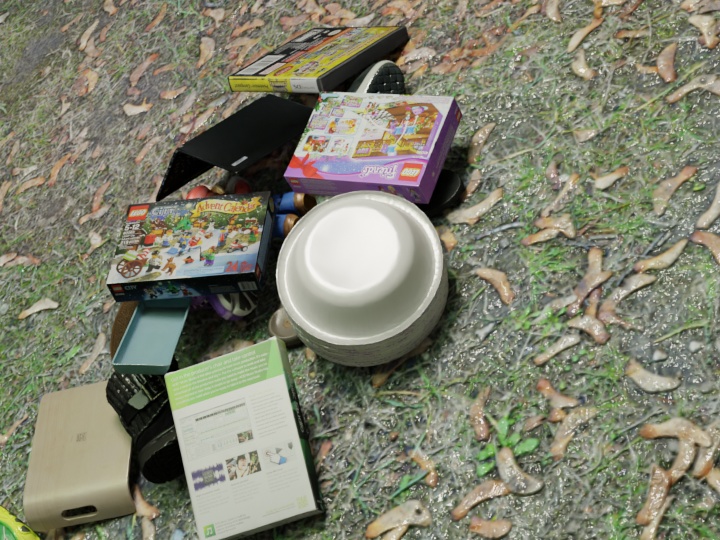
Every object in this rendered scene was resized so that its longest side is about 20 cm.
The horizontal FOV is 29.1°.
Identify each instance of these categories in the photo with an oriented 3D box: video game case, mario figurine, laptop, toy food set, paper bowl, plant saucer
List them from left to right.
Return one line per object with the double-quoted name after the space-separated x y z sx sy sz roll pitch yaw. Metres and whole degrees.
-0.339 0.226 1.751 0.141 0.061 0.202 -12 49 13 "toy food set"
-0.250 0.078 1.686 0.069 0.019 0.200 1 21 1 "plant saucer"
-0.163 -0.152 1.871 0.177 0.200 0.103 -36 78 -35 "laptop"
-0.152 -0.064 1.860 0.197 0.108 0.123 5 20 27 "mario figurine"
-0.059 -0.297 1.949 0.179 0.026 0.199 7 32 40 "video game case"
0.000 0.000 1.602 0.197 0.105 0.203 -4 61 7 "paper bowl"

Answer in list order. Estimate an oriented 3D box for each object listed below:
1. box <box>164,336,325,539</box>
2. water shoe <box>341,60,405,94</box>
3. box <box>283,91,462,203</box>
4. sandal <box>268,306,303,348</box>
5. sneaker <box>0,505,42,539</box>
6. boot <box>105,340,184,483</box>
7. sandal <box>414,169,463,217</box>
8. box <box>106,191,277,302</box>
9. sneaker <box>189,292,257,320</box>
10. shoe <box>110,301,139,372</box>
-0.131 0.192 1.555 0.142 0.036 0.203 -18 74 11 "box"
-0.015 -0.197 1.873 0.200 0.072 0.079 -49 20 -15 "water shoe"
0.015 -0.156 1.737 0.197 0.039 0.138 7 60 31 "box"
-0.036 0.023 1.693 0.198 0.055 0.082 -28 42 14 "sandal"
-0.481 0.329 1.745 0.198 0.074 0.084 17 62 44 "sneaker"
-0.201 0.142 1.670 0.209 0.080 0.158 -29 46 -3 "boot"
0.041 -0.110 1.755 0.199 0.048 0.076 10 61 41 "sandal"
-0.211 -0.031 1.752 0.197 0.038 0.138 -5 49 14 "box"
-0.200 0.028 1.813 0.084 0.080 0.200 -59 33 2 "sneaker"
-0.284 0.046 1.835 0.069 0.053 0.203 2 82 47 "shoe"
